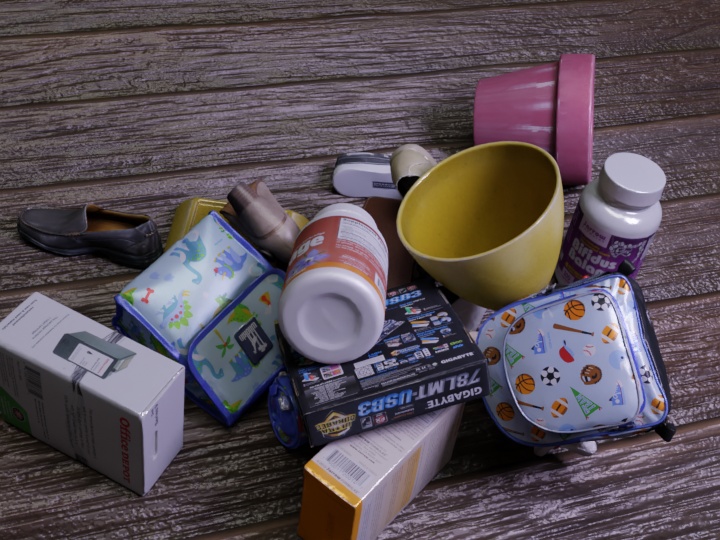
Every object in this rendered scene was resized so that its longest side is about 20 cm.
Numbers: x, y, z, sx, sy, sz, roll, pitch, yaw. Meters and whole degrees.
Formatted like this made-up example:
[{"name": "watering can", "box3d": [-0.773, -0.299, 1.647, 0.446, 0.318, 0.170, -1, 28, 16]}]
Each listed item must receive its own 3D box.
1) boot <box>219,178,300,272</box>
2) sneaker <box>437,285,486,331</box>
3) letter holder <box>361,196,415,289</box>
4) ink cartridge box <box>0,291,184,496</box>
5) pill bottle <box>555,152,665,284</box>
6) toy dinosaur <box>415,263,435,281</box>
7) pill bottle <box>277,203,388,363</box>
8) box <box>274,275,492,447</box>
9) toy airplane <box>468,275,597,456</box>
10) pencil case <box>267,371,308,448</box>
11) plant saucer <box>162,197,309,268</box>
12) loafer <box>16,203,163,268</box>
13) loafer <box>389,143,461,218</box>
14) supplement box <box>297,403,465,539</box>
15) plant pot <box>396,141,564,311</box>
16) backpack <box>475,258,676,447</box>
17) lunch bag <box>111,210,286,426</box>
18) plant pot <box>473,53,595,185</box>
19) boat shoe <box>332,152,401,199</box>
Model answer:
[{"name": "boot", "box3d": [-0.110, -0.045, 1.240, 0.070, 0.200, 0.146, -42, 93, 1]}, {"name": "sneaker", "box3d": [0.121, 0.068, 1.261, 0.072, 0.085, 0.200, 2, 16, 33]}, {"name": "letter holder", "box3d": [0.000, 0.000, 1.274, 0.141, 0.101, 0.201, 10, 44, 3]}, {"name": "ink cartridge box", "box3d": [-0.294, 0.135, 1.053, 0.199, 0.147, 0.084, 24, 45, 14]}, {"name": "pill bottle", "box3d": [0.341, -0.056, 1.315, 0.111, 0.201, 0.113, 5, 44, -5]}, {"name": "toy dinosaur", "box3d": [0.159, -0.027, 1.352, 0.198, 0.047, 0.089, -1, 80, -21]}, {"name": "pill bottle", "box3d": [-0.026, 0.005, 1.070, 0.111, 0.113, 0.200, 8, 28, -1]}, {"name": "box", "box3d": [0.017, 0.093, 1.057, 0.198, 0.050, 0.199, -16, 27, -8]}, {"name": "toy airplane", "box3d": [0.244, 0.131, 1.176, 0.198, 0.141, 0.201, -24, 86, -13]}, {"name": "pencil case", "box3d": [-0.018, 0.136, 1.143, 0.199, 0.078, 0.088, -20, 94, -28]}, {"name": "plant saucer", "box3d": [-0.169, -0.028, 1.309, 0.198, 0.049, 0.201, 7, 45, -2]}, {"name": "loafer", "box3d": [-0.362, -0.063, 1.293, 0.198, 0.073, 0.073, 9, 45, 0]}, {"name": "loafer", "box3d": [0.107, -0.074, 1.262, 0.200, 0.076, 0.068, 42, 37, -13]}, {"name": "supplement box", "box3d": [0.024, 0.207, 1.048, 0.073, 0.127, 0.200, 32, 48, 24]}, {"name": "plant pot", "box3d": [0.160, -0.035, 1.159, 0.199, 0.142, 0.201, -18, 39, 15]}, {"name": "backpack", "box3d": [0.220, 0.104, 1.038, 0.189, 0.154, 0.202, -19, 77, 25]}, {"name": "lunch bag", "box3d": [-0.169, 0.060, 1.156, 0.200, 0.128, 0.170, 44, 64, 3]}, {"name": "plant pot", "box3d": [0.272, -0.233, 1.507, 0.177, 0.201, 0.201, 1, 42, 14]}, {"name": "boat shoe", "box3d": [0.058, -0.144, 1.455, 0.198, 0.072, 0.068, 4, 45, 4]}]
